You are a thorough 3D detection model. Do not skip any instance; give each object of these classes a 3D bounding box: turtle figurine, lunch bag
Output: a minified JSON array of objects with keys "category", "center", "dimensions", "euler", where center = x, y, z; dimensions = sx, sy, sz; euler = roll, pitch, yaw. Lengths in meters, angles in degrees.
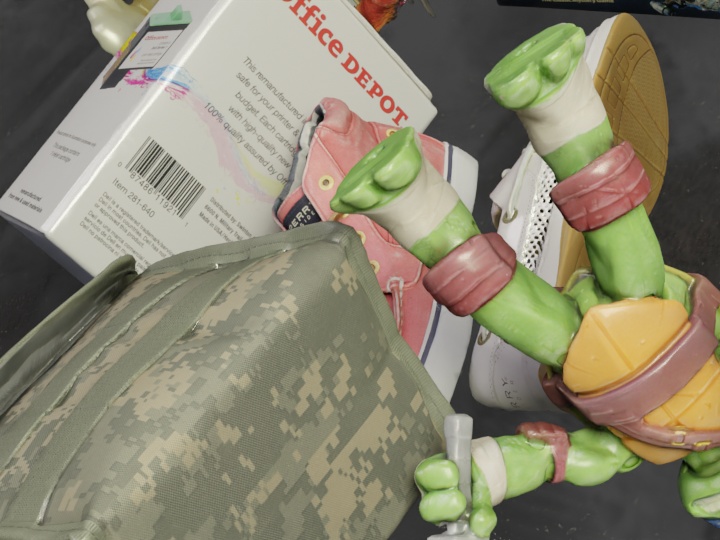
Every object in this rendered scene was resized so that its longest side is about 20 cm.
[{"category":"turtle figurine","center":[0.079,0.034,0.482],"dimensions":[0.143,0.195,0.200],"euler":[-22,19,51]},{"category":"lunch bag","center":[-0.090,0.076,0.551],"dimensions":[0.199,0.118,0.164],"euler":[-9,29,43]}]

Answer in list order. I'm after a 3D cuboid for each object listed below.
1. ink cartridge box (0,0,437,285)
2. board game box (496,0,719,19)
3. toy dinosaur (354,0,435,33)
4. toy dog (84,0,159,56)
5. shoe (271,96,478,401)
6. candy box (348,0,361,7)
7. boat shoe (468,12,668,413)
[{"category":"ink cartridge box","center":[-0.075,-0.062,0.810],"dimensions":[0.201,0.145,0.084],"euler":[-53,32,-11]},{"category":"board game box","center":[0.173,-0.181,0.704],"dimensions":[0.198,0.035,0.137],"euler":[9,59,27]},{"category":"toy dinosaur","center":[0.029,-0.217,0.862],"dimensions":[0.105,0.201,0.181],"euler":[-38,0,37]},{"category":"toy dog","center":[-0.078,-0.231,0.893],"dimensions":[0.200,0.193,0.140],"euler":[-40,71,22]},{"category":"shoe","center":[0.000,0.000,0.695],"dimensions":[0.201,0.090,0.072],"euler":[-81,18,-46]},{"category":"candy box","center":[-0.098,-0.122,0.973],"dimensions":[0.200,0.055,0.115],"euler":[-50,33,-4]},{"category":"boat shoe","center":[0.088,-0.030,0.670],"dimensions":[0.069,0.071,0.202],"euler":[-9,51,41]}]
